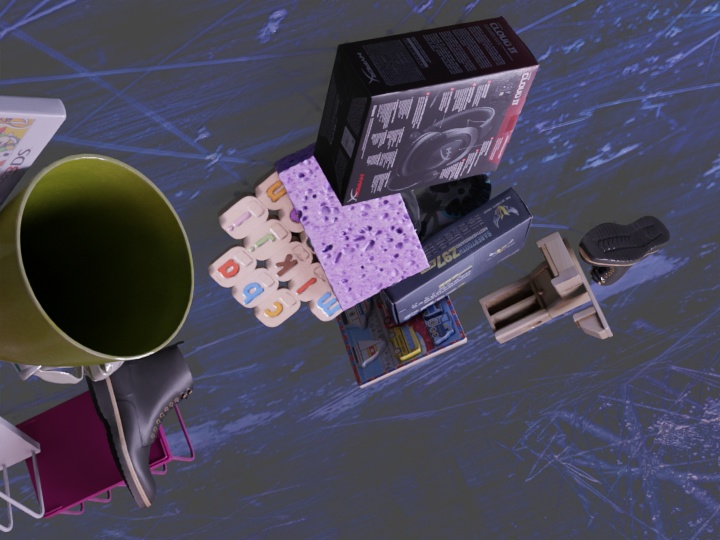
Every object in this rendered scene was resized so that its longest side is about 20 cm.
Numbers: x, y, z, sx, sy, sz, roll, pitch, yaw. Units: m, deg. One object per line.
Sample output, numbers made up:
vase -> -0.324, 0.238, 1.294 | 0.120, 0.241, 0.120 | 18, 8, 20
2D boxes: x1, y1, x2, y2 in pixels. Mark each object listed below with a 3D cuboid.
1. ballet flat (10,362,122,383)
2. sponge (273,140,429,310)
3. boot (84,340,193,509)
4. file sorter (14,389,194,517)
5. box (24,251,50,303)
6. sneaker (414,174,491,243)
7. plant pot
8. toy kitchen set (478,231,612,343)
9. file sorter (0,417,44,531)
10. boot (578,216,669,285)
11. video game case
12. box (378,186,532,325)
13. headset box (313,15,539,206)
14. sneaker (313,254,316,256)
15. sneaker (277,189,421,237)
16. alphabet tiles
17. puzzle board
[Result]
ballet flat -> -0.339, 0.106, 1.387 | 0.069, 0.070, 0.200 | -36, 158, 32
sponge -> -0.006, -0.056, 1.229 | 0.111, 0.030, 0.200 | -25, 127, -1
boot -> -0.270, 0.203, 1.533 | 0.138, 0.200, 0.077 | -19, -173, -20
file sorter -> -0.359, 0.251, 1.642 | 0.200, 0.139, 0.125 | -26, 163, 7
box -> -0.298, 0.021, 1.238 | 0.117, 0.048, 0.200 | -28, 159, 13
sneaker -> 0.069, -0.056, 1.411 | 0.200, 0.078, 0.086 | -22, 165, -3
plant pot -> -0.289, 0.013, 1.064 | 0.200, 0.187, 0.187 | -20, 167, 39
toy kitchen set -> 0.293, 0.067, 1.866 | 0.180, 0.163, 0.200 | -27, 161, 10
file sorter -> -0.542, 0.294, 1.518 | 0.200, 0.125, 0.139 | -25, 143, 6
boot -> 0.401, -0.011, 1.869 | 0.200, 0.078, 0.138 | -8, 151, -38
video game case -> -0.363, -0.082, 0.917 | 0.200, 0.023, 0.182 | -4, 153, -44
box -> 0.113, -0.014, 1.418 | 0.200, 0.051, 0.158 | -32, 167, -4
headset box -> 0.068, -0.155, 1.103 | 0.200, 0.077, 0.149 | -16, 148, -23
sneaker -> 0.000, 0.000, 1.477 | 0.200, 0.078, 0.082 | -11, 159, -32
sneaker -> -0.018, -0.044, 1.314 | 0.200, 0.091, 0.066 | -20, 163, -12
alphabet tiles -> -0.060, -0.028, 1.257 | 0.196, 0.015, 0.200 | -39, 127, 8
puzzle board -> 0.042, 0.053, 1.517 | 0.151, 0.200, 0.017 | -24, 132, 4
